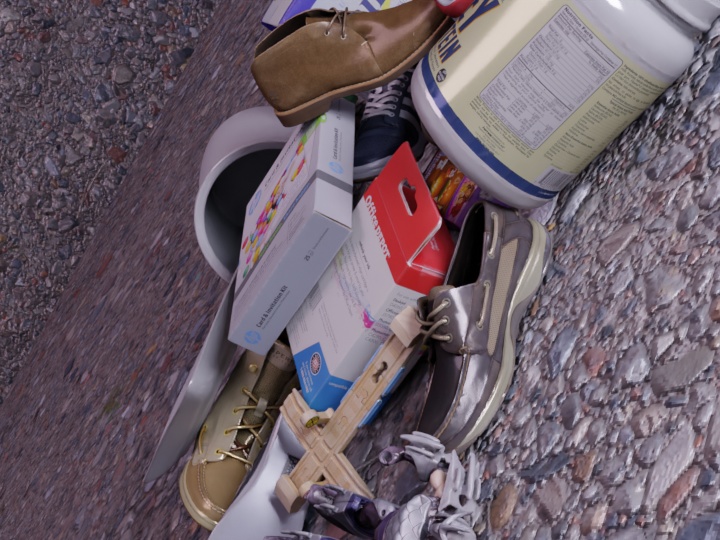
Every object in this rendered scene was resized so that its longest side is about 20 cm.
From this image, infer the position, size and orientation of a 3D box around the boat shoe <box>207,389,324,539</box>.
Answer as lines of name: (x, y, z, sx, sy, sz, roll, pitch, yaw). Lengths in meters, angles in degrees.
boat shoe: (-0.073, 0.194, 1.035, 0.202, 0.068, 0.057, -62, 1, -16)

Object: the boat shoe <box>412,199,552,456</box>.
boat shoe: (0.072, 0.038, 0.884, 0.074, 0.073, 0.202, -27, 36, 56)

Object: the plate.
plate: (-0.150, 0.094, 1.229, 0.200, 0.032, 0.202, 120, 172, -49)

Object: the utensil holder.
utensil holder: (-0.101, -0.084, 1.369, 0.171, 0.169, 0.200, -54, 17, 11)

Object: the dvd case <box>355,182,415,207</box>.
dvd case: (0.000, 0.000, 1.149, 0.149, 0.016, 0.203, -135, 66, -71)

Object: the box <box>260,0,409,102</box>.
box: (0.030, -0.273, 1.277, 0.185, 0.199, 0.105, -55, 20, 6)

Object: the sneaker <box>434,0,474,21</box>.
sneaker: (0.122, -0.255, 1.033, 0.071, 0.112, 0.202, -36, 26, 40)

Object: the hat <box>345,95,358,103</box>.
hat: (-0.072, -0.110, 1.566, 0.197, 0.178, 0.166, -20, 16, -7)

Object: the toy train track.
toy train track: (-0.013, 0.109, 0.937, 0.115, 0.032, 0.201, 49, 116, 29)

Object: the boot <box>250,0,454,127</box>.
boot: (-0.008, -0.198, 1.062, 0.198, 0.076, 0.074, -25, 31, 22)

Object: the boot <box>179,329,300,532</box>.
boot: (-0.100, 0.140, 1.147, 0.157, 0.072, 0.201, -59, 11, 19)

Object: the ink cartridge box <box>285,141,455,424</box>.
ink cartridge box: (0.020, 0.011, 1.000, 0.201, 0.067, 0.117, -54, 33, 27)

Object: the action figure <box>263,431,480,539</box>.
action figure: (0.014, 0.178, 0.824, 0.199, 0.069, 0.131, -19, 37, 57)

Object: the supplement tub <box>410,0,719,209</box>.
supplement tub: (0.147, -0.160, 0.888, 0.200, 0.144, 0.146, -45, 22, 27)

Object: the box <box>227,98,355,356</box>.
box: (-0.058, -0.047, 1.091, 0.156, 0.041, 0.201, -53, 20, 32)

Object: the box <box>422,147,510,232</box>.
box: (0.124, -0.126, 1.060, 0.202, 0.039, 0.137, -58, 19, 1)

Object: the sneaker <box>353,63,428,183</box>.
sneaker: (0.030, -0.164, 1.153, 0.069, 0.110, 0.200, -4, 26, 33)

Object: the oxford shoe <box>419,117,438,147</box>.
oxford shoe: (0.088, -0.170, 1.076, 0.085, 0.072, 0.202, 120, 172, -51)
